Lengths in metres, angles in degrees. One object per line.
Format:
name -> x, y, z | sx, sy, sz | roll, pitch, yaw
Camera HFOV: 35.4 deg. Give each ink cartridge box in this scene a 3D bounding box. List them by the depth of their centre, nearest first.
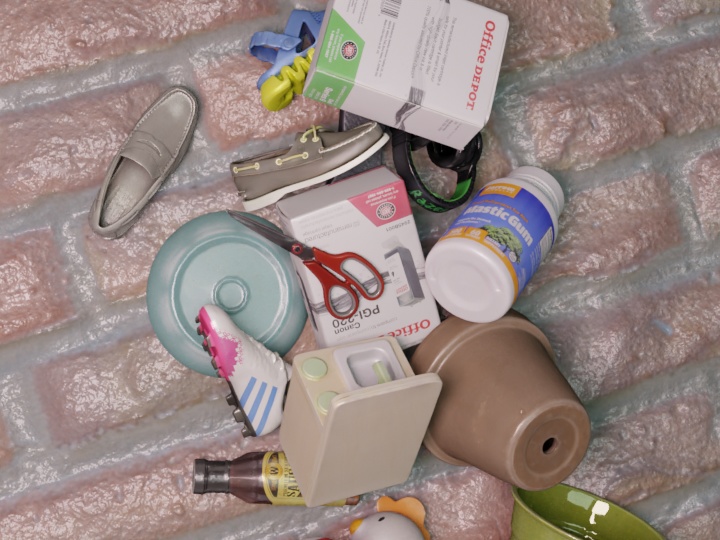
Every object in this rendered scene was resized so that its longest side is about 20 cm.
ink cartridge box -> 0.052, -0.240, 1.265 | 0.198, 0.084, 0.147 | 18, 72, -10
ink cartridge box -> 0.000, 0.000, 1.321 | 0.144, 0.085, 0.202 | -20, 112, -10

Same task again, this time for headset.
headset -> 0.101, -0.170, 1.346 | 0.123, 0.094, 0.202 | 25, 59, -37

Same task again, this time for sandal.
sandal -> -0.055, -0.280, 1.343 | 0.199, 0.080, 0.087 | -36, 80, -13
sandal -> -0.009, -0.113, 1.365 | 0.075, 0.043, 0.202 | 14, 90, -18

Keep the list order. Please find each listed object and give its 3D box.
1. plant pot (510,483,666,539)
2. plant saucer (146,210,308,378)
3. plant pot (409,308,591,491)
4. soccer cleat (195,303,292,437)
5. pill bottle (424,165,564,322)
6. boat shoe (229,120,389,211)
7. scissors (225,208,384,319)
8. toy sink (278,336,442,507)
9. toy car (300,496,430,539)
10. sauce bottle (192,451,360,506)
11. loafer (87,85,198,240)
plant pot -> 0.243, 0.380, 1.354 | 0.198, 0.200, 0.192 | 17, 100, -10
plant saucer -> -0.155, 0.029, 1.341 | 0.198, 0.036, 0.202 | 0, 90, -11
plant pot -> 0.173, 0.163, 1.300 | 0.198, 0.174, 0.202 | -11, 116, -24
soccer cleat -> -0.127, 0.105, 1.300 | 0.086, 0.070, 0.201 | -26, 130, -11
pill bottle -> 0.166, -0.039, 1.328 | 0.112, 0.112, 0.200 | 47, 48, -7
boat shoe -> -0.063, -0.131, 1.301 | 0.200, 0.072, 0.061 | -21, 104, 25
scissors -> -0.057, -0.024, 1.248 | 0.073, 0.014, 0.200 | -44, 110, 4
toy sink -> -0.006, 0.153, 1.263 | 0.129, 0.201, 0.113 | -11, 51, -22
toy car -> 0.006, 0.340, 1.328 | 0.177, 0.184, 0.201 | 40, 54, -7
sauce bottle -> -0.099, 0.247, 1.336 | 0.198, 0.066, 0.067 | 1, 90, -12
loafer -> -0.249, -0.125, 1.306 | 0.069, 0.070, 0.201 | 29, 85, -9
